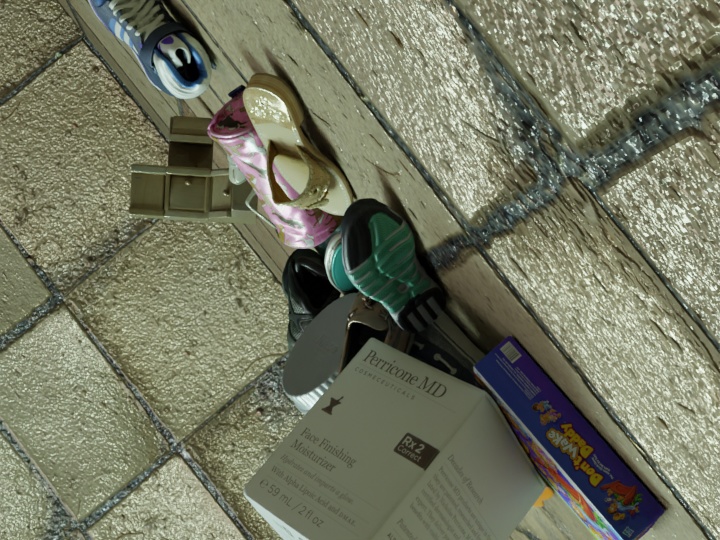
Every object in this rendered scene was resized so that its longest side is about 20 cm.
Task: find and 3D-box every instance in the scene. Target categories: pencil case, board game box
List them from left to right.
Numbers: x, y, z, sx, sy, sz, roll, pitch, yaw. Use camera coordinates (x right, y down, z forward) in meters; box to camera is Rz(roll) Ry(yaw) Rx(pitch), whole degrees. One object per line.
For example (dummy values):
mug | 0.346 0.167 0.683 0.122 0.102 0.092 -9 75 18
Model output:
pencil case | -0.090 -0.109 1.393 0.086 0.083 0.200 43 170 46
board game box | 0.184 0.163 1.143 0.200 0.045 0.135 49 173 19

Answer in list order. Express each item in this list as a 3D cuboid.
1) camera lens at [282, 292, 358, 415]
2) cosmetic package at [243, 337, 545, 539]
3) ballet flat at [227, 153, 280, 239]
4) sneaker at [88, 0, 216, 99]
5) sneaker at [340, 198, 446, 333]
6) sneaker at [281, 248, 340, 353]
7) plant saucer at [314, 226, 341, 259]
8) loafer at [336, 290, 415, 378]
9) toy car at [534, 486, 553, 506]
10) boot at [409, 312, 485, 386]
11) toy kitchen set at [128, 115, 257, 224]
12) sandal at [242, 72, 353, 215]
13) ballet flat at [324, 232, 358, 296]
camera lens | 0.028 0.142 1.464 0.200 0.160 0.160 40 178 -23
cosmetic package | 0.034 0.207 1.193 0.164 0.200 0.165 22 155 45
ballet flat | -0.141 -0.123 1.731 0.201 0.071 0.071 55 172 -25
sneaker | -0.251 -0.298 1.536 0.201 0.080 0.146 58 163 -24
sneaker | 0.015 -0.016 1.230 0.088 0.074 0.200 52 176 39
sneaker | -0.057 0.010 1.577 0.200 0.075 0.115 -92 12 -57
plant saucer | -0.048 -0.053 1.612 0.200 0.036 0.200 51 173 8
loafer | 0.012 0.076 1.312 0.071 0.202 0.063 -8 152 37
toy car | 0.156 0.274 1.610 0.199 0.185 0.177 11 150 33
boot | 0.103 0.128 1.310 0.200 0.090 0.073 45 171 45
toy kitchen set | -0.252 -0.165 1.919 0.180 0.198 0.165 145 128 -83
sandal | -0.075 -0.100 1.275 0.077 0.070 0.212 8 147 28
ballet flat | 0.000 0.000 1.485 0.069 0.069 0.200 46 172 38
